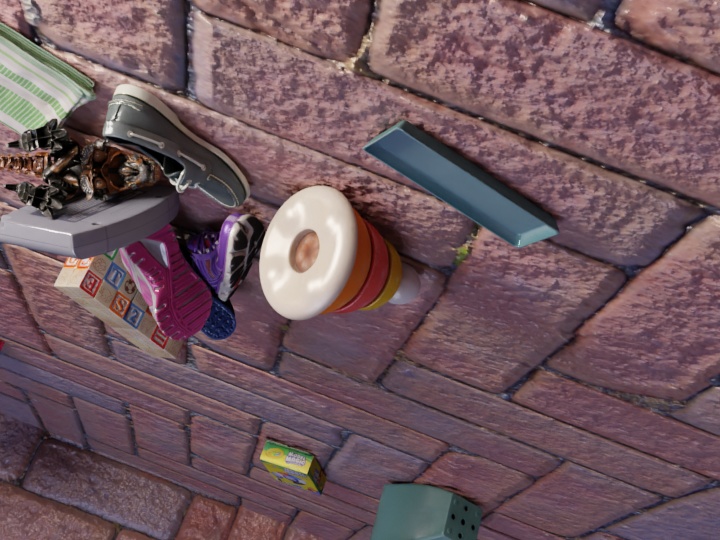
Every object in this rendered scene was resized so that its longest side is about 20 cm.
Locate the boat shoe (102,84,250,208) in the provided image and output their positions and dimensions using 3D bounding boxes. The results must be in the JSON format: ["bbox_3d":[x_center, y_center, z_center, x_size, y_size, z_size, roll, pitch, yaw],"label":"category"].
[{"bbox_3d":[-0.199,-0.117,1.167,0.072,0.062,0.200,0,150,40],"label":"boat shoe"}]

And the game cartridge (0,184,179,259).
[{"bbox_3d":[-0.303,-0.062,1.248,0.132,0.200,0.041,7,111,25],"label":"game cartridge"}]

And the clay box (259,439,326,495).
[{"bbox_3d":[-0.148,0.430,2.370,0.114,0.048,0.200,14,157,16],"label":"clay box"}]

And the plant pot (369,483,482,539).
[{"bbox_3d":[0.144,0.517,2.208,0.141,0.142,0.199,33,148,-27],"label":"plant pot"}]

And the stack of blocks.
[{"bbox_3d":[-0.317,0.024,1.520,0.058,0.116,0.200,1,149,39],"label":"stack of blocks"}]

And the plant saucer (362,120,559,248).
[{"bbox_3d":[0.099,-0.082,1.043,0.199,0.019,0.070,31,156,-20],"label":"plant saucer"}]

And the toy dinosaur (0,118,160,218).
[{"bbox_3d":[-0.336,-0.112,1.243,0.198,0.103,0.136,-16,-178,15],"label":"toy dinosaur"}]

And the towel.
[{"bbox_3d":[-0.382,-0.204,1.183,0.152,0.024,0.199,32,155,-23],"label":"towel"}]

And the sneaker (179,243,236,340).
[{"bbox_3d":[-0.247,0.010,1.490,0.200,0.070,0.078,53,-178,-25],"label":"sneaker"}]

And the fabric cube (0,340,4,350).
[{"bbox_3d":[-0.932,0.198,2.342,0.199,0.198,0.199,-6,145,47],"label":"fabric cube"}]

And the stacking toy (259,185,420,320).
[{"bbox_3d":[0.000,0.000,1.211,0.145,0.148,0.199,-4,164,45],"label":"stacking toy"}]

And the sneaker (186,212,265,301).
[{"bbox_3d":[-0.178,-0.021,1.352,0.083,0.081,0.200,34,154,-2],"label":"sneaker"}]

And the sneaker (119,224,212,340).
[{"bbox_3d":[-0.255,-0.001,1.399,0.088,0.081,0.201,40,152,52],"label":"sneaker"}]
